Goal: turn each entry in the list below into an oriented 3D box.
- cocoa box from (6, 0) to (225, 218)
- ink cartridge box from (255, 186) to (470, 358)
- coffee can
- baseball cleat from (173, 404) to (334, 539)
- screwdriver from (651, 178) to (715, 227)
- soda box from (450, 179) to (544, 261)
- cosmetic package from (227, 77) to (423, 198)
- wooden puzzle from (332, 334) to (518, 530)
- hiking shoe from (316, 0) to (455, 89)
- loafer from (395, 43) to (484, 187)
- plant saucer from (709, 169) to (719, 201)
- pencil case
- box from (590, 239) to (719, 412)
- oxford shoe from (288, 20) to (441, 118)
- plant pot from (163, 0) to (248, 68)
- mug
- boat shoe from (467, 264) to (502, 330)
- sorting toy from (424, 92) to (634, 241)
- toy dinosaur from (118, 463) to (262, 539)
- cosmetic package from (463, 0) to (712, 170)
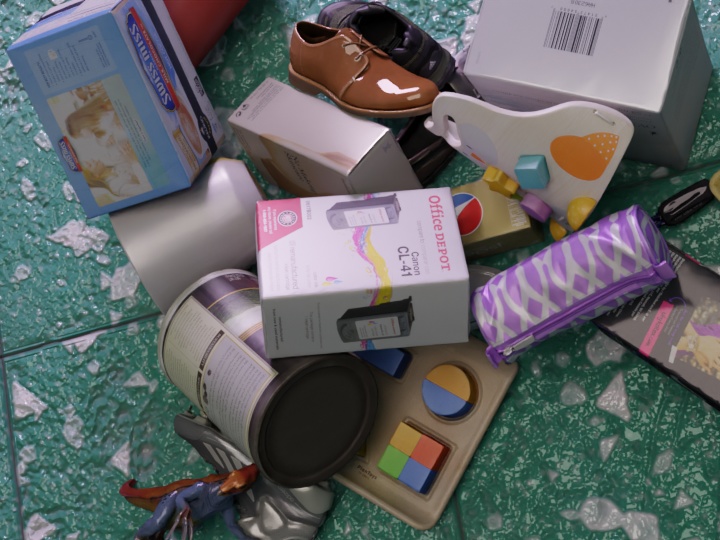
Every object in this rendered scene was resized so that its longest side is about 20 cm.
[{"bbox_3d":[-0.251,-0.181,1.715,0.132,0.132,0.202,-16,112,20],"label":"cocoa box"},{"bbox_3d":[0.000,0.000,1.596,0.198,0.086,0.148,-6,42,-2],"label":"ink cartridge box"},{"bbox_3d":[-0.097,0.106,1.672,0.147,0.146,0.200,-55,45,1],"label":"coffee can"},{"bbox_3d":[-0.127,0.224,1.734,0.199,0.070,0.107,25,88,22],"label":"baseball cleat"},{"bbox_3d":[0.274,-0.032,1.680,0.199,0.029,0.028,-34,71,13],"label":"screwdriver"},{"bbox_3d":[0.086,-0.042,1.719,0.198,0.068,0.065,-15,74,15],"label":"soda box"},{"bbox_3d":[-0.037,-0.119,1.718,0.071,0.106,0.199,-47,44,-16],"label":"cosmetic package"},{"bbox_3d":[0.040,0.138,1.703,0.184,0.046,0.201,28,85,22],"label":"wooden puzzle"},{"bbox_3d":[0.014,-0.258,1.753,0.199,0.101,0.076,30,81,42],"label":"hiking shoe"},{"bbox_3d":[0.098,-0.172,1.744,0.072,0.063,0.201,37,92,22],"label":"loafer"},{"bbox_3d":[0.477,-0.072,1.605,0.200,0.048,0.201,-40,69,6],"label":"plant saucer"},{"bbox_3d":[0.195,0.016,1.538,0.199,0.084,0.086,-32,28,22],"label":"pencil case"},{"bbox_3d":[0.334,0.064,1.584,0.199,0.122,0.107,35,92,21],"label":"box"},{"bbox_3d":[0.000,-0.205,1.674,0.199,0.071,0.072,23,130,34],"label":"oxford shoe"},{"bbox_3d":[-0.218,-0.314,1.822,0.200,0.200,0.178,35,101,21],"label":"plant pot"},{"bbox_3d":[-0.179,-0.060,1.776,0.152,0.149,0.188,-30,77,2],"label":"mug"},{"bbox_3d":[0.062,0.026,1.683,0.198,0.066,0.074,-10,67,-8],"label":"boat shoe"},{"bbox_3d":[0.147,-0.117,1.590,0.179,0.200,0.108,26,84,1],"label":"sorting toy"},{"bbox_3d":[-0.176,0.233,1.692,0.182,0.105,0.201,-49,58,21],"label":"toy dinosaur"},{"bbox_3d":[0.230,-0.199,1.632,0.197,0.200,0.124,14,84,21],"label":"cosmetic package"}]
